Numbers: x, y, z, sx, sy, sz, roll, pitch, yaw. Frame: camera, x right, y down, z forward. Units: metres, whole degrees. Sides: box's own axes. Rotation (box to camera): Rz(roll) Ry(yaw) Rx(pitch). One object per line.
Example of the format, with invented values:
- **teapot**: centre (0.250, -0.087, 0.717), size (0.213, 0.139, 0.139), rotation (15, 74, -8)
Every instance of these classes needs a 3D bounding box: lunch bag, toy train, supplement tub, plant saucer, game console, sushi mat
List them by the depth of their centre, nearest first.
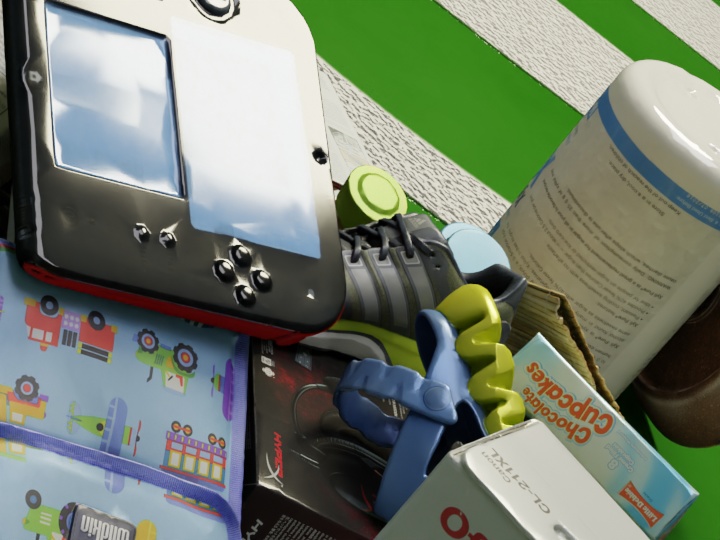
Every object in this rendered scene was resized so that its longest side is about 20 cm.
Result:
- **lunch bag**: centre (-0.132, 0.106, 1.023), size (0.150, 0.094, 0.200), rotation (22, 49, -34)
- **game console**: centre (-0.088, -0.068, 1.092), size (0.177, 0.031, 0.200), rotation (18, 52, -39)
- **toy train**: centre (-0.019, -0.019, 1.290), size (0.200, 0.116, 0.085), rotation (37, 45, -4)
- **sushi mat**: centre (0.090, 0.039, 1.320), size (0.096, 0.012, 0.200), rotation (62, -13, -18)
- **supplement tub**: centre (0.158, -0.018, 1.437), size (0.132, 0.200, 0.132), rotation (30, 28, -18)
- **plant saucer**: centre (0.227, 0.013, 1.475), size (0.034, 0.200, 0.200), rotation (22, 31, -26)

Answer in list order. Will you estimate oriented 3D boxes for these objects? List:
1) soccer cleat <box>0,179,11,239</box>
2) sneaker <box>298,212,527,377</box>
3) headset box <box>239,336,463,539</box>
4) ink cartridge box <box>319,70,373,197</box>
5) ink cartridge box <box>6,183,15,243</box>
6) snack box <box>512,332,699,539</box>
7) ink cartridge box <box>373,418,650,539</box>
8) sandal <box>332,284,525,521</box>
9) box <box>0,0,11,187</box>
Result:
- **soccer cleat**: centre (-0.184, -0.085, 1.270), size (0.068, 0.073, 0.200), rotation (-4, 62, -21)
- **sneaker**: centre (0.000, 0.000, 1.191), size (0.200, 0.081, 0.074), rotation (24, 14, -35)
- **headset box**: centre (0.011, 0.126, 1.165), size (0.200, 0.075, 0.149), rotation (28, 27, -20)
- **ink cartridge box**: centre (-0.053, -0.077, 1.405), size (0.109, 0.050, 0.200), rotation (24, 23, -28)
- **ink cartridge box**: centre (-0.102, -0.054, 1.186), size (0.043, 0.201, 0.198), rotation (13, 12, 32)
- **snack box**: centre (0.120, 0.106, 1.257), size (0.116, 0.037, 0.200), rotation (45, -9, 12)
- **ink cartridge box**: centre (0.048, 0.185, 0.982), size (0.146, 0.200, 0.083), rotation (48, 28, 17)
- **sandal**: centre (0.045, 0.104, 1.094), size (0.087, 0.080, 0.200), rotation (-13, 56, -11)
- **box**: centre (-0.190, -0.104, 1.181), size (0.095, 0.078, 0.200), rotation (42, 53, 6)
